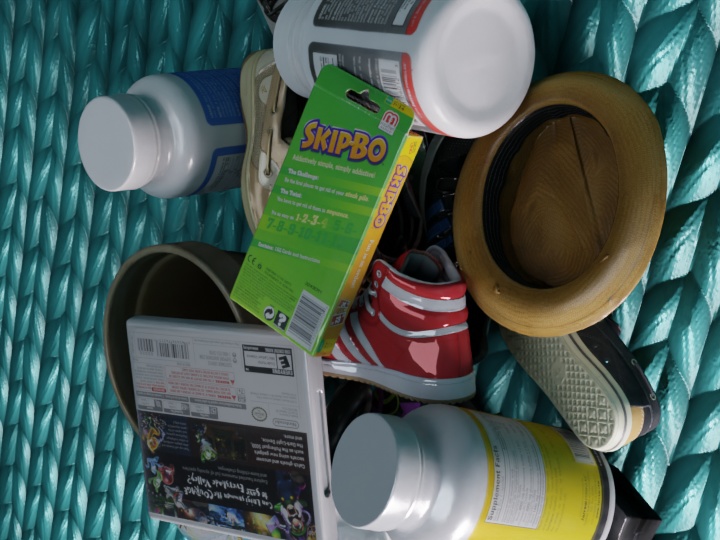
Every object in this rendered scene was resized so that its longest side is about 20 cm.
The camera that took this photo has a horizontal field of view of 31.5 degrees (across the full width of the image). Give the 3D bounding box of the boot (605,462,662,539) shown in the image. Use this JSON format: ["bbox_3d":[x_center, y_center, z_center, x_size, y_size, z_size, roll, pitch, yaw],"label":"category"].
[{"bbox_3d":[0.144,0.232,1.051,0.165,0.066,0.200,38,121,38],"label":"boot"}]

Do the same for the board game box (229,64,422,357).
[{"bbox_3d":[-0.025,-0.045,0.953,0.096,0.030,0.200,33,111,31],"label":"board game box"}]

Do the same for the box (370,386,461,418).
[{"bbox_3d":[0.038,0.181,1.122,0.143,0.036,0.200,61,143,38],"label":"box"}]

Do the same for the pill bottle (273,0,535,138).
[{"bbox_3d":[0.027,-0.170,0.981,0.200,0.116,0.116,19,112,50],"label":"pill bottle"}]

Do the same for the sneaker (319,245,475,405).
[{"bbox_3d":[0.008,0.029,1.001,0.200,0.071,0.113,11,109,41],"label":"sneaker"}]

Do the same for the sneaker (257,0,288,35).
[{"bbox_3d":[-0.084,-0.274,1.147,0.074,0.079,0.200,-24,83,42],"label":"sneaker"}]

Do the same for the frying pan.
[{"bbox_3d":[-0.030,0.169,1.123,0.031,0.115,0.190,26,126,14],"label":"frying pan"}]

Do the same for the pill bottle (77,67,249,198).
[{"bbox_3d":[-0.149,-0.125,1.156,0.112,0.200,0.112,11,106,42],"label":"pill bottle"}]

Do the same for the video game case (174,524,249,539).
[{"bbox_3d":[-0.124,0.223,1.318,0.181,0.045,0.200,44,126,29],"label":"video game case"}]

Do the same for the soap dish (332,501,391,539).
[{"bbox_3d":[0.014,0.252,1.061,0.200,0.081,0.157,-24,77,55],"label":"soap dish"}]

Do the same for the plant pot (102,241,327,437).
[{"bbox_3d":[-0.108,0.060,1.174,0.200,0.173,0.200,12,109,40],"label":"plant pot"}]

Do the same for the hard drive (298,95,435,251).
[{"bbox_3d":[0.021,-0.094,1.115,0.140,0.038,0.200,-13,90,44],"label":"hard drive"}]

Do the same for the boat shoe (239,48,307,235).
[{"bbox_3d":[-0.061,-0.097,1.117,0.065,0.071,0.200,-4,96,46],"label":"boat shoe"}]

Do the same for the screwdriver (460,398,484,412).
[{"bbox_3d":[0.064,0.082,1.131,0.200,0.029,0.028,58,133,29],"label":"screwdriver"}]

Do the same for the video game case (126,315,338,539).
[{"bbox_3d":[-0.109,0.132,1.061,0.200,0.023,0.182,3,102,36],"label":"video game case"}]

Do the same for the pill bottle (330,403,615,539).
[{"bbox_3d":[0.082,0.159,0.940,0.112,0.200,0.112,-27,56,49],"label":"pill bottle"}]

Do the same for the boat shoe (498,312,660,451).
[{"bbox_3d":[0.165,0.056,0.997,0.200,0.062,0.075,59,139,37],"label":"boat shoe"}]

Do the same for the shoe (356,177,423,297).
[{"bbox_3d":[0.000,0.000,1.073,0.091,0.071,0.200,14,109,51],"label":"shoe"}]

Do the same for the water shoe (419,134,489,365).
[{"bbox_3d":[0.089,-0.020,1.020,0.079,0.071,0.200,-153,64,-73],"label":"water shoe"}]

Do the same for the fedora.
[{"bbox_3d":[0.159,-0.045,0.946,0.201,0.082,0.201,-14,69,39],"label":"fedora"}]
